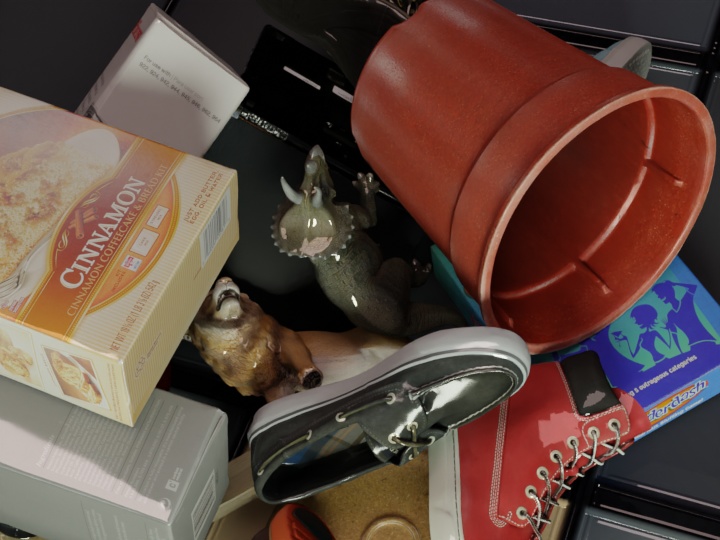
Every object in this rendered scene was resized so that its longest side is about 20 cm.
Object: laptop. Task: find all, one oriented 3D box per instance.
[{"bbox_3d":[-0.039,-0.065,1.047,0.176,0.104,0.201,29,38,-11],"label":"laptop"}]

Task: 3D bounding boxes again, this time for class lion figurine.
[{"bbox_3d":[-0.023,0.063,0.968,0.198,0.073,0.123,11,20,-29],"label":"lion figurine"}]

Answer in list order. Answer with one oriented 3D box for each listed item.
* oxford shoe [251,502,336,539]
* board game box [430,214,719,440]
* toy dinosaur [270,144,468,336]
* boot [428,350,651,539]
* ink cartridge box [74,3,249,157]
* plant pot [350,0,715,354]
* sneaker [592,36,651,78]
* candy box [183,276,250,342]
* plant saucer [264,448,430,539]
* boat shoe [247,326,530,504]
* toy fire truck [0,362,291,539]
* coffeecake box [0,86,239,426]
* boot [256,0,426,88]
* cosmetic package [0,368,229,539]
[{"bbox_3d":[-0.040,0.235,0.814,0.072,0.071,0.201,-40,28,18],"label":"oxford shoe"},{"bbox_3d":[0.163,0.028,0.984,0.151,0.045,0.201,-28,55,-8],"label":"board game box"},{"bbox_3d":[0.000,0.000,0.947,0.076,0.201,0.103,-22,22,30],"label":"toy dinosaur"},{"bbox_3d":[0.117,0.141,0.851,0.142,0.073,0.202,-9,51,11],"label":"boot"},{"bbox_3d":[-0.173,-0.083,0.978,0.201,0.084,0.146,-54,17,5],"label":"ink cartridge box"},{"bbox_3d":[0.103,-0.082,0.932,0.200,0.202,0.195,-35,50,-13],"label":"plant pot"},{"bbox_3d":[0.147,-0.130,1.076,0.200,0.074,0.082,-42,64,-18],"label":"sneaker"},{"bbox_3d":[-0.106,-0.041,1.074,0.114,0.056,0.201,19,62,19],"label":"candy box"},{"bbox_3d":[0.023,0.191,0.905,0.197,0.036,0.203,-5,55,7],"label":"plant saucer"},{"bbox_3d":[0.017,0.096,0.846,0.198,0.069,0.057,-23,43,22],"label":"boat shoe"},{"bbox_3d":[-0.153,0.118,0.952,0.197,0.129,0.178,6,60,-10],"label":"toy fire truck"},{"bbox_3d":[-0.194,-0.018,0.823,0.197,0.074,0.155,19,55,10],"label":"coffeecake box"},{"bbox_3d":[0.022,-0.199,1.110,0.199,0.074,0.150,35,25,15],"label":"boot"},{"bbox_3d":[-0.187,0.112,0.839,0.197,0.107,0.091,21,59,8],"label":"cosmetic package"}]
